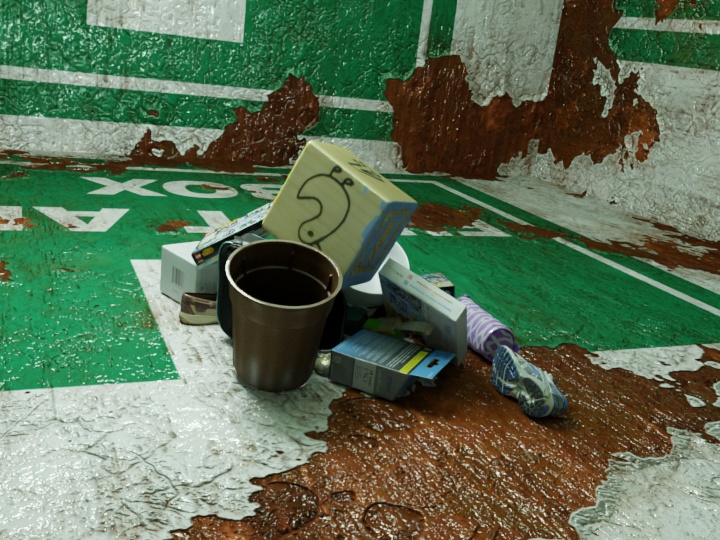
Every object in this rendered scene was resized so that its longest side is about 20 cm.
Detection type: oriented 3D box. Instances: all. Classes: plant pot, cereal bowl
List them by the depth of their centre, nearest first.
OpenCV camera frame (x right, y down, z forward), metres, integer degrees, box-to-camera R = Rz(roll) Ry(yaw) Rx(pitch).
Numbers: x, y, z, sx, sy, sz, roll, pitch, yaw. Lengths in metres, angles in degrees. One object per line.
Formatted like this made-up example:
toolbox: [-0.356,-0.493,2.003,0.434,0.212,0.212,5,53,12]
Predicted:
plant pot: [-0.143,0.085,1.343,0.195,0.202,0.202,9,32,-5]
cereal bowl: [0.000,0.000,1.637,0.195,0.084,0.203,12,46,-12]

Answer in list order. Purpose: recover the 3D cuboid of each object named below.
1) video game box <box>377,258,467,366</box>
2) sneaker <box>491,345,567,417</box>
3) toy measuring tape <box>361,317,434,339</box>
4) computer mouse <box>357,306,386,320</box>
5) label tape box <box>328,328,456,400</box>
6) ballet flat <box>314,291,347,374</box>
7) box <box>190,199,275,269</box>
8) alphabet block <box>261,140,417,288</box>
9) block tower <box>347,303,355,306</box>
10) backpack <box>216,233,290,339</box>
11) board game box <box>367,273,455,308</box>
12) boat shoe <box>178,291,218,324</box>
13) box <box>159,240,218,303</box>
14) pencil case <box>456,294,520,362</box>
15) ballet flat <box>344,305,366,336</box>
video game box: [0.123,0.084,1.500,0.180,0.201,0.047,30,68,22]
sneaker: [0.311,0.209,1.436,0.083,0.079,0.200,11,21,-24]
toy measuring tape: [0.077,0.131,1.525,0.073,0.076,0.197,-9,5,-43]
computer mouse: [0.080,0.108,1.691,0.195,0.054,0.138,-9,15,-21]
label tape box: [0.059,0.177,1.419,0.196,0.065,0.144,14,18,23]
ballet flat: [-0.062,0.119,1.494,0.065,0.058,0.202,4,40,2]
box: [-0.249,-0.081,1.626,0.196,0.040,0.137,-25,17,9]
alphabet block: [-0.036,-0.107,1.484,0.198,0.198,0.196,36,13,14]
block tower: [-0.017,0.008,1.772,0.053,0.058,0.201,28,26,-11]
backpack: [-0.189,0.044,1.510,0.172,0.205,0.153,18,16,21]
board game box: [0.104,0.044,1.752,0.195,0.036,0.136,-5,13,-5]
boat shoe: [-0.280,0.066,1.623,0.196,0.074,0.072,-1,18,-26]
box: [-0.325,0.006,1.740,0.197,0.109,0.151,-9,23,-43]
pencil case: [0.253,0.125,1.657,0.084,0.085,0.200,25,10,-25]
ballet flat: [-0.085,0.100,1.609,0.195,0.075,0.073,9,16,6]
